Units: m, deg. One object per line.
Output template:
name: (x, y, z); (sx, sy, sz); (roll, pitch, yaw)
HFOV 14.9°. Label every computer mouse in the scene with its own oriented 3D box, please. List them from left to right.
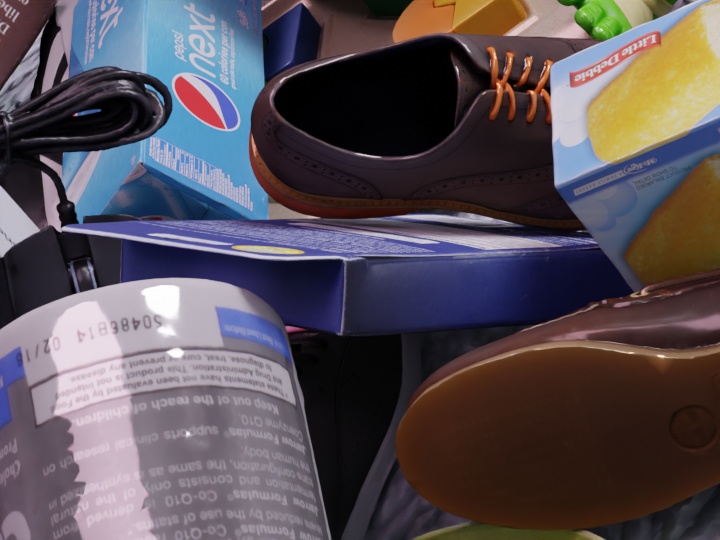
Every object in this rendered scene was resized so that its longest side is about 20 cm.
computer mouse: (-0.129, 0.025, 1.056); (0.140, 0.201, 0.046); (-11, 34, -9)

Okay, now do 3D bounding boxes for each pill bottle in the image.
pill bottle: (-0.061, 0.115, 0.899); (0.113, 0.114, 0.201); (-24, 62, 21)

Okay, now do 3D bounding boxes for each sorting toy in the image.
sorting toy: (0.001, -0.093, 1.206); (0.185, 0.037, 0.200); (-35, 31, 7)

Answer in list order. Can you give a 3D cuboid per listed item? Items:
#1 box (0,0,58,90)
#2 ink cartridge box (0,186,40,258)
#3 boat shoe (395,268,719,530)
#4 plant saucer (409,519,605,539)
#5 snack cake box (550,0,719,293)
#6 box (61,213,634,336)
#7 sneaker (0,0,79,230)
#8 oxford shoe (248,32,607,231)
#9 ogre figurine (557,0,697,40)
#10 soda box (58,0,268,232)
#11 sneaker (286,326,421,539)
box: (-0.275, -0.081, 1.296); (0.200, 0.166, 0.164); (-57, 11, -22)
ink cartridge box: (-0.199, 0.063, 1.141); (0.200, 0.146, 0.084); (-34, 36, 8)
boat shoe: (0.112, 0.038, 0.949); (0.199, 0.071, 0.070); (-10, 21, 12)
plant saucer: (0.027, 0.174, 0.924); (0.199, 0.031, 0.200); (-24, 39, 21)
snack cake box: (0.179, -0.052, 0.953); (0.199, 0.115, 0.067); (-23, 39, 23)
box: (0.000, 0.000, 1.012); (0.121, 0.199, 0.033); (9, 97, 46)
sneaker: (-0.149, -0.048, 1.272); (0.112, 0.073, 0.200); (-31, 39, 10)
oxford shoe: (0.058, -0.055, 1.020); (0.199, 0.073, 0.072); (-7, 77, -3)
ogre figurine: (0.136, -0.159, 1.127); (0.120, 0.098, 0.200); (-46, 17, 23)
soda box: (-0.084, -0.068, 1.176); (0.068, 0.064, 0.200); (-49, 25, 29)
sneaker: (-0.037, 0.049, 1.052); (0.071, 0.099, 0.201); (-14, 42, 33)
